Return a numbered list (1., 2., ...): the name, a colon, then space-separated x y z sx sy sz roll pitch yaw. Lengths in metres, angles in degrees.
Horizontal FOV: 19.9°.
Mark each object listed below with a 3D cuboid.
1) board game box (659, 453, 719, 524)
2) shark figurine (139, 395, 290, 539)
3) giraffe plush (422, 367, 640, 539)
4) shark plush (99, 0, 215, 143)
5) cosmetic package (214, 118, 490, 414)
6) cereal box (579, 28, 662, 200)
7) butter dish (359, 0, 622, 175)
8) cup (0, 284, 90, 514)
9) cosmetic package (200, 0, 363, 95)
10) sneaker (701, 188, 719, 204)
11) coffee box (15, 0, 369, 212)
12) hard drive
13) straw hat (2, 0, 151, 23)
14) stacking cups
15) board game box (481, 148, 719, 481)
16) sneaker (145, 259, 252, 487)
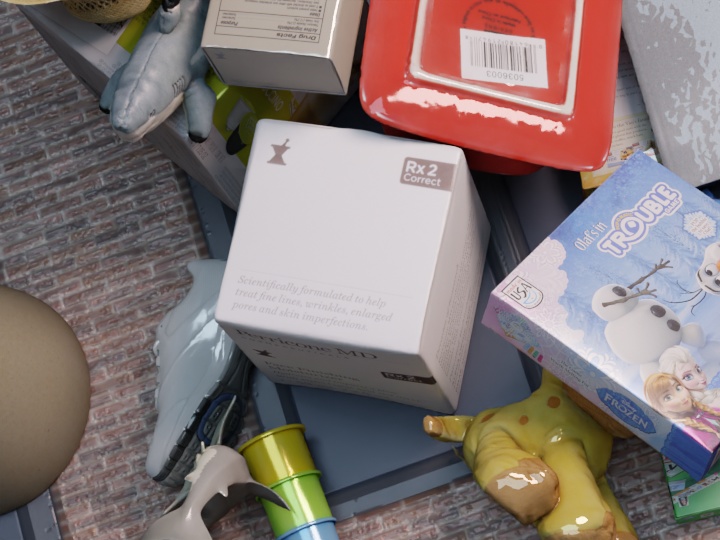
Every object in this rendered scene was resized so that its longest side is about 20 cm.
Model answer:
1. board game box: 0.326 0.108 1.594 0.198 0.029 0.136 -14 72 7
2. shark figurine: -0.098 0.173 1.565 0.089 0.214 0.129 29 90 0
3. giraffe plush: 0.166 0.118 1.555 0.162 0.172 0.200 -50 39 1
4. shark plush: -0.128 -0.182 1.529 0.091 0.083 0.201 30 82 17
5. cosmetic package: 0.000 0.000 1.600 0.164 0.200 0.166 8 76 14
6. cereal box: 0.237 -0.165 1.685 0.143 0.040 0.202 -9 71 8
7. butter dish: 0.090 -0.152 1.608 0.198 0.148 0.201 13 60 -8
8. cup: -0.336 0.091 1.671 0.199 0.143 0.202 -3 73 10
9. cosmetic package: -0.047 -0.240 1.536 0.103 0.073 0.202 7 74 13
10. sneaker: 0.252 -0.014 1.631 0.199 0.066 0.079 -17 60 6
11. coffee box: -0.124 -0.202 1.684 0.200 0.200 0.198 38 84 19
12. hard drive: 0.284 -0.175 1.612 0.139 0.033 0.201 -18 82 17
13. straw hat: -0.192 -0.236 1.551 0.200 0.085 0.202 -11 44 11
14. stacking cups: -0.035 0.222 1.616 0.060 0.061 0.201 -25 71 3
15. board game box: 0.227 0.027 1.517 0.198 0.044 0.200 35 54 18
16. sneaker: -0.133 0.081 1.681 0.087 0.075 0.201 13 70 27
